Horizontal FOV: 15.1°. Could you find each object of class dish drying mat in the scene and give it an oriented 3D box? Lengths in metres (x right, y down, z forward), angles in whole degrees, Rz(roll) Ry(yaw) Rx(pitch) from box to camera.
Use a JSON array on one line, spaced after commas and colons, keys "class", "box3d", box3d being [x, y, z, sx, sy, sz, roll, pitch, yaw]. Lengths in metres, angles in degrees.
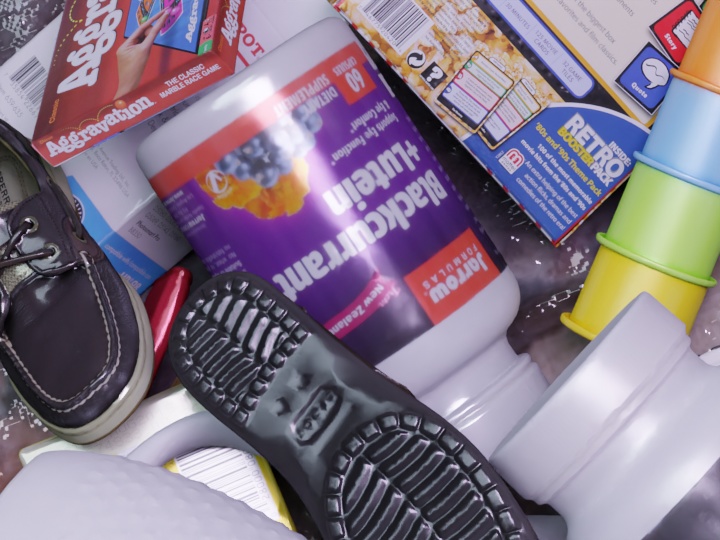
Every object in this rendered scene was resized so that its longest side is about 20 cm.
[{"class": "dish drying mat", "box3d": [-0.122, 0.096, 1.259, 0.018, 0.077, 0.201, 24, 80, -9]}]

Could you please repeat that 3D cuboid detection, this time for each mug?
[{"class": "mug", "box3d": [-0.069, 0.142, 1.120, 0.175, 0.148, 0.200, 33, 53, 4]}]

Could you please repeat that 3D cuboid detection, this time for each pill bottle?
[{"class": "pill bottle", "box3d": [0.154, 0.110, 1.083, 0.200, 0.116, 0.116, 42, 90, 3]}, {"class": "pill bottle", "box3d": [0.000, 0.000, 1.187, 0.111, 0.111, 0.200, -34, 93, 7]}]

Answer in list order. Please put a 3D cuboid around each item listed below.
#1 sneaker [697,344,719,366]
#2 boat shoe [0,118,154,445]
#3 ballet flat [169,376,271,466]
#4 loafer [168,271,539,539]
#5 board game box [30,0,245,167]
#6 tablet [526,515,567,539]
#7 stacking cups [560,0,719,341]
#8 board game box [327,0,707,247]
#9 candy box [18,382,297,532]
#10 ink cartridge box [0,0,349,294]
[{"class": "sneaker", "box3d": [0.207, 0.067, 1.143, 0.199, 0.074, 0.081, -12, 71, 18]}, {"class": "boat shoe", "box3d": [-0.151, -0.002, 1.198, 0.073, 0.065, 0.200, -42, 43, 5]}, {"class": "ballet flat", "box3d": [-0.087, 0.102, 1.245, 0.063, 0.069, 0.201, 13, 75, 42]}, {"class": "loafer", "box3d": [0.009, 0.076, 1.099, 0.073, 0.071, 0.200, -45, 69, 7]}, {"class": "board game box", "box3d": [-0.092, -0.138, 1.249, 0.103, 0.019, 0.200, -26, 36, 27]}, {"class": "tablet", "box3d": [0.078, 0.176, 1.127, 0.130, 0.014, 0.200, 0, 41, 22]}, {"class": "stacking cups", "box3d": [0.154, -0.057, 1.183, 0.060, 0.060, 0.201, 27, 97, 26]}, {"class": "board game box", "box3d": [0.107, -0.135, 1.213, 0.200, 0.046, 0.152, -43, 103, 3]}, {"class": "candy box", "box3d": [-0.066, 0.153, 1.192, 0.102, 0.026, 0.201, -22, 85, -1]}, {"class": "ink cartridge box", "box3d": [-0.088, -0.087, 1.306, 0.200, 0.067, 0.116, -40, 62, 4]}]
